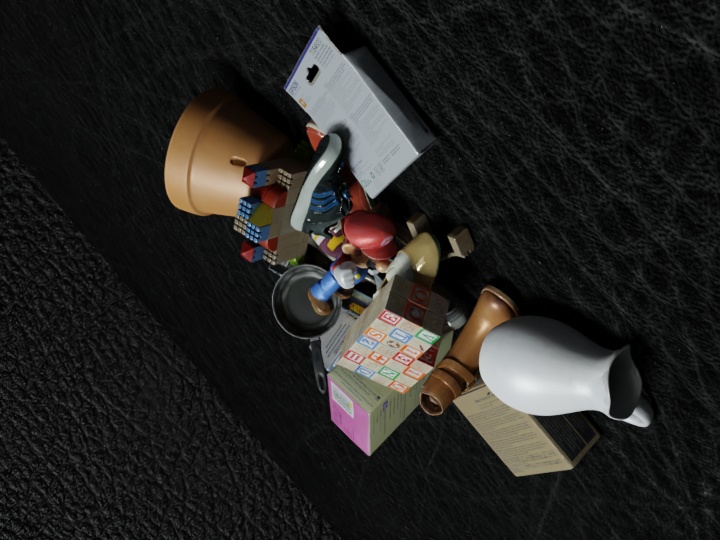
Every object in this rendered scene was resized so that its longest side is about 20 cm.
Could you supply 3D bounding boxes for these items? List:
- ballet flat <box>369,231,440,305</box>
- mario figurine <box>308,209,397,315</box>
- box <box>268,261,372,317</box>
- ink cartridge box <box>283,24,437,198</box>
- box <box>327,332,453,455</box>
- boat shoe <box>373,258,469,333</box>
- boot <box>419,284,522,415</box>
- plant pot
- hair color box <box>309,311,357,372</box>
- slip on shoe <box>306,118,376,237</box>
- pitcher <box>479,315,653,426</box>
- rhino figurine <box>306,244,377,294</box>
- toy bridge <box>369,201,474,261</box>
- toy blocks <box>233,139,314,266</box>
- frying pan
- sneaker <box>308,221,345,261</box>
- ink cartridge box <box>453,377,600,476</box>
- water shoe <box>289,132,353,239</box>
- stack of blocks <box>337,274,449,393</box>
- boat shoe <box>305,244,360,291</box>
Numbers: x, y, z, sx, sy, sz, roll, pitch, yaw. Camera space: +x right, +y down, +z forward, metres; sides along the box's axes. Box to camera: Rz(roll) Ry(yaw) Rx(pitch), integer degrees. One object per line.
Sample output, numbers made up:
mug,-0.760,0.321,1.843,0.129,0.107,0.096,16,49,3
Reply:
ballet flat,0.057,0.020,1.327,0.069,0.062,0.201,62,153,25
mario figurine,0.000,0.000,1.379,0.104,0.125,0.201,18,142,-16
box,-0.051,0.033,1.592,0.197,0.040,0.137,28,177,7
ink cartridge box,-0.005,-0.207,1.234,0.201,0.040,0.199,51,159,-2
box,0.048,0.170,1.536,0.096,0.200,0.177,39,158,22
boat shoe,0.081,0.032,1.421,0.200,0.070,0.072,26,153,51
boot,0.149,0.118,1.312,0.073,0.155,0.201,38,157,20
plant pot,-0.197,-0.169,1.500,0.138,0.202,0.202,22,151,18
hair color box,-0.027,0.131,1.681,0.060,0.101,0.200,35,179,-13
slip on shoe,-0.032,-0.130,1.390,0.074,0.061,0.202,24,145,51
pitcher,0.262,0.139,1.200,0.197,0.123,0.172,10,152,43
rhino figurine,-0.032,-0.016,1.579,0.198,0.060,0.087,29,170,41
toy bridge,0.088,-0.048,1.333,0.199,0.027,0.068,22,146,52
toy blocks,-0.132,-0.087,1.439,0.099,0.136,0.204,29,120,30
frying pan,-0.063,0.081,1.492,0.192,0.114,0.031,57,-172,3
sneaker,-0.054,-0.078,1.504,0.198,0.075,0.091,24,148,45
ink cartridge box,0.240,0.216,1.405,0.166,0.075,0.200,51,160,2
water shoe,-0.041,-0.117,1.322,0.077,0.073,0.201,21,149,-6
stack of blocks,0.055,0.094,1.334,0.113,0.059,0.200,24,148,-8
boat shoe,-0.076,-0.001,1.699,0.198,0.073,0.065,35,-167,8
